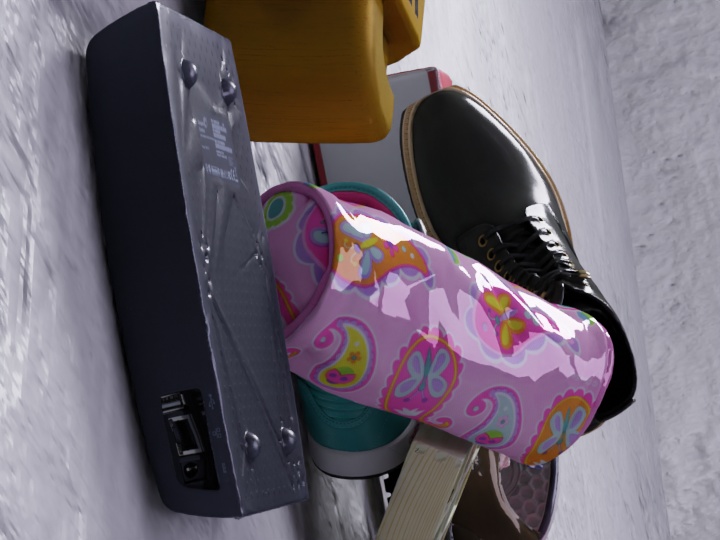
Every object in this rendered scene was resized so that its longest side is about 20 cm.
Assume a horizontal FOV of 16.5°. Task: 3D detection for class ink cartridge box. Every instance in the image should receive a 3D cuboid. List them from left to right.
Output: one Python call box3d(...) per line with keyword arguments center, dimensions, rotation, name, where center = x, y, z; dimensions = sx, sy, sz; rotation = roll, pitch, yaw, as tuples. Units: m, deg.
box3d(center=(0.037, -0.036, 1.490), dimensions=(0.200, 0.083, 0.146), rotation=(5, 74, -80), name="ink cartridge box")

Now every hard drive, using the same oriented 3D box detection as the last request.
box3d(center=(-0.066, 0.000, 1.007), dimensions=(0.135, 0.042, 0.202), rotation=(9, 71, -79), name="hard drive")

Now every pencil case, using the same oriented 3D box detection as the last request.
box3d(center=(0.027, 0.028, 1.157), dimensions=(0.199, 0.087, 0.088), rotation=(23, 50, -40), name="pencil case")

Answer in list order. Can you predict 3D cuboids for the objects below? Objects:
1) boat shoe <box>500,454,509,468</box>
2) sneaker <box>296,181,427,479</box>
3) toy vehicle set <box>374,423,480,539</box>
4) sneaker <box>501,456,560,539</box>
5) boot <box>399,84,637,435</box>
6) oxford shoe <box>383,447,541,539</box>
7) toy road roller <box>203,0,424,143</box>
box3d(center=(0.070, 0.101, 1.590), dimensions=(0.200, 0.070, 0.070), rotation=(37, 44, -63), name="boat shoe")
box3d(center=(0.000, 0.000, 1.277), dimensions=(0.201, 0.083, 0.122), rotation=(-83, 169, -56), name="sneaker")
box3d(center=(0.030, 0.128, 1.274), dimensions=(0.200, 0.026, 0.125), rotation=(-43, 154, -78), name="toy vehicle set")
box3d(center=(0.113, 0.126, 1.764), dimensions=(0.146, 0.076, 0.204), rotation=(56, 24, -59), name="sneaker")
box3d(center=(0.090, -0.011, 1.289), dimensions=(0.201, 0.077, 0.138), rotation=(61, -6, 2), name="boot")
box3d(center=(0.071, 0.180, 1.419), dimensions=(0.073, 0.084, 0.202), rotation=(-172, -108, -71), name="oxford shoe")
box3d(center=(-0.028, -0.146, 1.160), dimensions=(0.200, 0.122, 0.147), rotation=(57, 36, -67), name="toy road roller")
